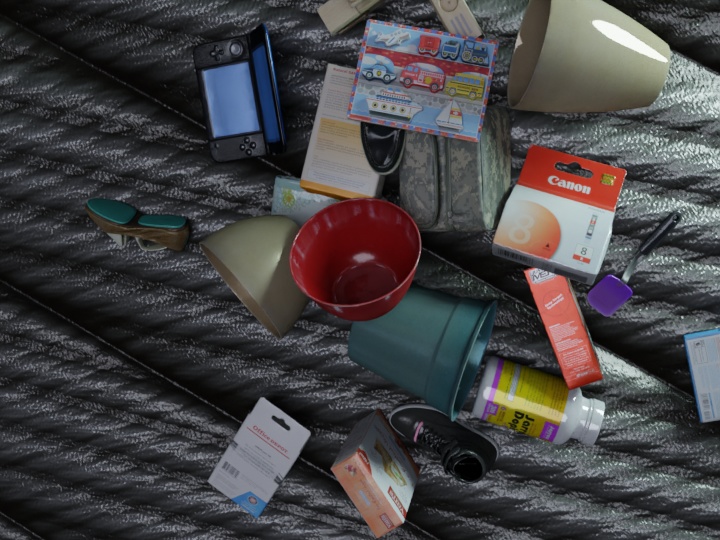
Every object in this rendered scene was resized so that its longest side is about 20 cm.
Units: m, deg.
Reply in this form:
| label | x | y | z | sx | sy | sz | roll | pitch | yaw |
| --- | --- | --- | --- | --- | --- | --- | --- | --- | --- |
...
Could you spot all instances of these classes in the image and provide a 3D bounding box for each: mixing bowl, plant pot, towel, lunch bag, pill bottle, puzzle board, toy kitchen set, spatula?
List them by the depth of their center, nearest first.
| label | x | y | z | sx | sy | sz | roll | pitch | yaw |
| --- | --- | --- | --- | --- | --- | --- | --- | --- | --- |
| puzzle board | 0.090 | -0.277 | 1.201 | 0.197 | 0.017 | 0.153 | 12 | 83 | 8 |
| plant pot | 0.336 | -0.305 | 1.204 | 0.197 | 0.188 | 0.190 | 13 | 104 | -5 |
| toy kitchen set | 0.054 | -0.379 | 1.248 | 0.198 | 0.163 | 0.182 | -31 | 93 | 17 |
| mixing bowl | 0.000 | 0.000 | 1.255 | 0.197 | 0.202 | 0.109 | 0 | 145 | 13 |
| lunch bag | 0.138 | -0.154 | 1.293 | 0.166 | 0.139 | 0.204 | 2 | 101 | 30 |
| spatula | 0.435 | -0.014 | 1.305 | 0.056 | 0.021 | 0.201 | 34 | 104 | -9 |
| plant pot | -0.143 | -0.010 | 1.326 | 0.134 | 0.200 | 0.201 | -41 | 90 | -13 |
| plant pot | 0.094 | 0.111 | 1.330 | 0.194 | 0.200 | 0.203 | 19 | 105 | 16 |
| pill bottle | 0.288 | 0.217 | 1.342 | 0.197 | 0.104 | 0.106 | 17 | 104 | 9 |
| towel | -0.059 | -0.061 | 1.397 | 0.197 | 0.048 | 0.174 | 11 | 102 | 11 |

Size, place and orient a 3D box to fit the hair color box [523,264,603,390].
| label | x | y | z | sx | sy | sz | roll | pitch | yaw |
| --- | --- | --- | --- | --- | --- | --- | --- | --- | --- |
| hair color box | 0.319 | 0.074 | 1.309 | 0.060 | 0.102 | 0.202 | -21 | 96 | 15 |

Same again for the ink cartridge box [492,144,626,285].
| label | x | y | z | sx | sy | sz | roll | pitch | yaw |
| --- | --- | --- | --- | --- | --- | --- | --- | --- | --- |
| ink cartridge box | 0.304 | -0.095 | 1.250 | 0.160 | 0.050 | 0.202 | 18 | 74 | 14 |

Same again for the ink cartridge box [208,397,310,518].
| label | x | y | z | sx | sy | sz | roll | pitch | yaw |
| --- | --- | --- | --- | --- | --- | --- | --- | --- | --- |
| ink cartridge box | -0.172 | 0.324 | 1.487 | 0.115 | 0.068 | 0.201 | 34 | 106 | 4 |

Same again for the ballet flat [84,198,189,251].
| label | x | y | z | sx | sy | sz | roll | pitch | yaw |
| --- | --- | --- | --- | --- | --- | --- | --- | --- | --- |
| ballet flat | -0.396 | -0.073 | 1.471 | 0.197 | 0.068 | 0.073 | 11 | 122 | 7 |

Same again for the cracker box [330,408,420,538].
| label | x | y | z | sx | sy | sz | roll | pitch | yaw |
| --- | --- | --- | --- | --- | --- | --- | --- | --- | --- |
| cracker box | 0.030 | 0.329 | 1.373 | 0.057 | 0.200 | 0.135 | -33 | 93 | 16 |

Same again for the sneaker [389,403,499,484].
| label | x | y | z | sx | sy | sz | roll | pitch | yaw |
| --- | --- | --- | --- | --- | --- | --- | --- | --- | --- |
| sneaker | 0.136 | 0.290 | 1.394 | 0.197 | 0.099 | 0.072 | 22 | 107 | 9 |

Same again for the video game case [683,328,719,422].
| label | x | y | z | sx | sy | sz | roll | pitch | yaw |
| --- | --- | --- | --- | --- | --- | --- | --- | --- | --- |
| video game case | 0.622 | 0.153 | 1.299 | 0.197 | 0.018 | 0.145 | -12 | 97 | 15 |

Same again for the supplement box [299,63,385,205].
| label | x | y | z | sx | sy | sz | roll | pitch | yaw |
| --- | --- | --- | --- | --- | --- | --- | --- | --- | --- |
| supplement box | -0.011 | -0.212 | 1.321 | 0.124 | 0.074 | 0.203 | 14 | 90 | 9 |

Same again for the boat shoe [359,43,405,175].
| label | x | y | z | sx | sy | sz | roll | pitch | yaw |
| --- | --- | --- | --- | --- | --- | --- | --- | --- | --- |
| boat shoe | 0.033 | -0.248 | 1.244 | 0.073 | 0.066 | 0.203 | 6 | 87 | 10 |

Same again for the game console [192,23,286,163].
| label | x | y | z | sx | sy | sz | roll | pitch | yaw |
| --- | --- | --- | --- | --- | --- | --- | --- | --- | --- |
| game console | -0.198 | -0.282 | 1.348 | 0.168 | 0.118 | 0.203 | -7 | 99 | 14 |
